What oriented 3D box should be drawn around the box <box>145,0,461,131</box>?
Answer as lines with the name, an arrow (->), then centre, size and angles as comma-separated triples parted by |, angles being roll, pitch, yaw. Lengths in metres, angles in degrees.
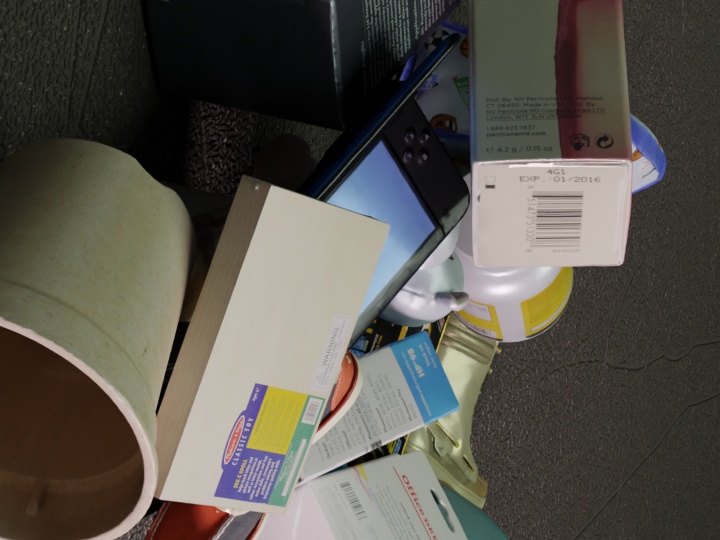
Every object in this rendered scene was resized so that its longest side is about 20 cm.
box -> -0.034, -0.198, 1.545 | 0.200, 0.148, 0.104 | -50, 145, -43

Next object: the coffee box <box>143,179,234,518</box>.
coffee box -> -0.144, 0.051, 1.515 | 0.114, 0.080, 0.200 | -24, 124, -59

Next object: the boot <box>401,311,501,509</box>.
boot -> 0.087, 0.127, 2.058 | 0.200, 0.073, 0.156 | 39, 69, -57

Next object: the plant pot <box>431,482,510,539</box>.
plant pot -> 0.045, 0.258, 1.919 | 0.200, 0.200, 0.135 | -42, 121, -51

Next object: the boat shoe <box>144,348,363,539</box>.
boat shoe -> -0.078, 0.120, 1.470 | 0.200, 0.071, 0.063 | -50, 150, -2

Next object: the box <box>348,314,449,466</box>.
box -> 0.022, 0.080, 1.873 | 0.200, 0.049, 0.160 | 67, 43, -74

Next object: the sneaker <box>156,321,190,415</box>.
sneaker -> -0.168, 0.098, 1.401 | 0.200, 0.079, 0.075 | -32, 117, -10

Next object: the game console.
game console -> 0.012, -0.037, 1.508 | 0.200, 0.118, 0.171 | -49, 124, -23

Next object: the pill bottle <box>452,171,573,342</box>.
pill bottle -> 0.116, -0.017, 1.837 | 0.200, 0.112, 0.112 | 68, 40, -73

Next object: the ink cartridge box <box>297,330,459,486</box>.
ink cartridge box -> -0.041, 0.115, 1.633 | 0.200, 0.116, 0.067 | -21, 87, -39

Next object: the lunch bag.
lunch bag -> 0.147, -0.122, 1.908 | 0.170, 0.200, 0.124 | 31, 73, -65

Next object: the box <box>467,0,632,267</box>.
box -> 0.130, -0.117, 1.579 | 0.128, 0.109, 0.200 | 85, 5, -56

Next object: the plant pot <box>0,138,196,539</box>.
plant pot -> -0.184, 0.030, 1.315 | 0.184, 0.200, 0.201 | -68, 157, -44

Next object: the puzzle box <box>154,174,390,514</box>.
puzzle box -> -0.059, 0.050, 1.380 | 0.133, 0.025, 0.200 | 17, 93, -56

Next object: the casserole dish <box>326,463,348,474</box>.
casserole dish -> -0.068, 0.195, 1.801 | 0.200, 0.039, 0.121 | 19, 84, -66

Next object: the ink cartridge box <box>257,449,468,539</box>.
ink cartridge box -> 0.006, 0.215, 1.775 | 0.200, 0.067, 0.117 | -7, 68, -62

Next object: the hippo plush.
hippo plush -> 0.000, 0.000, 1.644 | 0.159, 0.161, 0.200 | -102, -165, -74
